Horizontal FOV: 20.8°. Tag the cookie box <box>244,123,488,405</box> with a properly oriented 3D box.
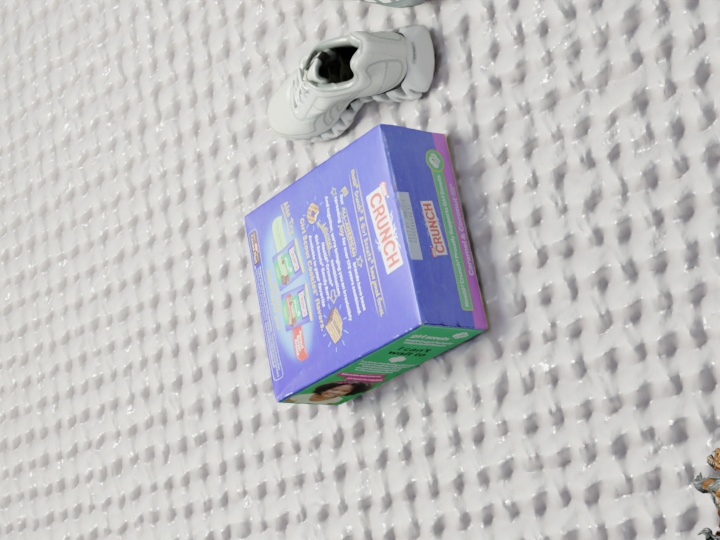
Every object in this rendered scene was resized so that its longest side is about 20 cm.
[{"bbox_3d":[0.000,0.000,1.599,0.200,0.075,0.173,-30,65,47],"label":"cookie box"}]

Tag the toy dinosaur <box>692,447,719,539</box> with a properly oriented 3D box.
[{"bbox_3d":[0.266,0.204,1.247,0.136,0.102,0.200,-49,28,17],"label":"toy dinosaur"}]

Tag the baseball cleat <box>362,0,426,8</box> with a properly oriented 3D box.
[{"bbox_3d":[-0.009,-0.253,1.600,0.199,0.106,0.070,-1,82,49],"label":"baseball cleat"}]

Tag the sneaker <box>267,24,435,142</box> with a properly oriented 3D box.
[{"bbox_3d":[-0.026,-0.160,1.639,0.199,0.081,0.076,-23,72,50],"label":"sneaker"}]
